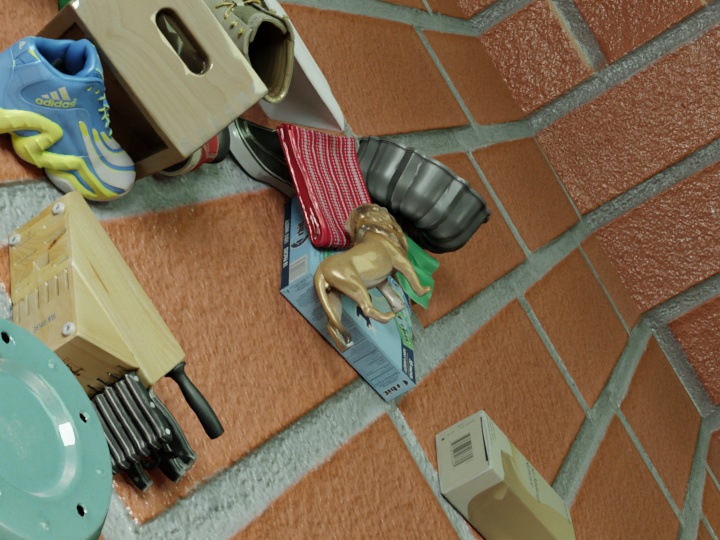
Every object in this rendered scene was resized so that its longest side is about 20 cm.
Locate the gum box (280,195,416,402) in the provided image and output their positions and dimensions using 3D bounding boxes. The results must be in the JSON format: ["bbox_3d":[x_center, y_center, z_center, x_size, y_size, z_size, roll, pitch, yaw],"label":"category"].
[{"bbox_3d":[-0.013,0.026,1.461,0.200,0.044,0.170,48,22,-29],"label":"gum box"}]

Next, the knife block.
[{"bbox_3d":[-0.179,0.061,0.969,0.176,0.064,0.200,39,27,-46],"label":"knife block"}]

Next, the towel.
[{"bbox_3d":[-0.030,-0.095,1.467,0.200,0.022,0.145,-3,75,-69],"label":"towel"}]

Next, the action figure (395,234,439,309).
[{"bbox_3d":[0.015,-0.042,1.619,0.200,0.055,0.118,44,25,-20],"label":"action figure"}]

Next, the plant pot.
[{"bbox_3d":[-0.223,0.112,0.636,0.201,0.161,0.201,50,21,-26],"label":"plant pot"}]

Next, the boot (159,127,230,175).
[{"bbox_3d":[-0.202,-0.194,1.292,0.200,0.072,0.144,64,17,-4],"label":"boot"}]

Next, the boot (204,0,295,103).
[{"bbox_3d":[-0.133,-0.279,1.319,0.155,0.072,0.200,34,-40,52],"label":"boot"}]

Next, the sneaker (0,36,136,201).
[{"bbox_3d":[-0.232,-0.126,1.053,0.200,0.105,0.076,30,35,-54],"label":"sneaker"}]

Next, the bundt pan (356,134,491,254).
[{"bbox_3d":[0.067,-0.089,1.674,0.202,0.076,0.202,29,-11,6],"label":"bundt pan"}]

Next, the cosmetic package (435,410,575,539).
[{"bbox_3d":[0.175,0.272,1.521,0.200,0.071,0.105,47,22,-30],"label":"cosmetic package"}]

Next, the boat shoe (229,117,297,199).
[{"bbox_3d":[-0.086,-0.135,1.490,0.200,0.064,0.071,32,33,-53],"label":"boat shoe"}]

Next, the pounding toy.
[{"bbox_3d":[-0.182,-0.208,1.112,0.200,0.142,0.184,54,-25,-14],"label":"pounding toy"}]

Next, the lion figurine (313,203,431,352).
[{"bbox_3d":[0.000,0.000,1.361,0.123,0.072,0.200,55,30,1],"label":"lion figurine"}]

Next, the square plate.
[{"bbox_3d":[-0.106,-0.252,1.476,0.200,0.028,0.198,20,-34,58],"label":"square plate"}]
